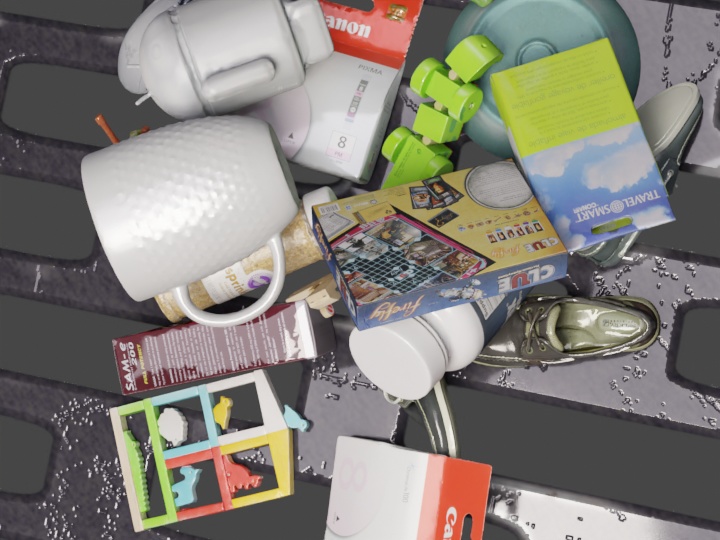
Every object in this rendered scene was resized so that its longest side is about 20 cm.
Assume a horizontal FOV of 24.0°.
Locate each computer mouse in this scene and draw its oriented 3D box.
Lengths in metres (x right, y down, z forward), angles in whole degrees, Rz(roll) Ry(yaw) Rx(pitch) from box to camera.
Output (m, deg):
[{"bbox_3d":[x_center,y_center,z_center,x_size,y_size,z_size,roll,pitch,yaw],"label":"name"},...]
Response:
[{"bbox_3d":[-0.183,-0.266,1.750,0.200,0.044,0.110,-46,60,6],"label":"computer mouse"}]

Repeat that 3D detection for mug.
[{"bbox_3d":[-0.144,-0.045,1.594,0.175,0.148,0.200,-20,91,4],"label":"mug"}]

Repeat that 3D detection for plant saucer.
[{"bbox_3d":[0.177,-0.206,1.686,0.199,0.036,0.201,-1,84,11],"label":"plant saucer"}]

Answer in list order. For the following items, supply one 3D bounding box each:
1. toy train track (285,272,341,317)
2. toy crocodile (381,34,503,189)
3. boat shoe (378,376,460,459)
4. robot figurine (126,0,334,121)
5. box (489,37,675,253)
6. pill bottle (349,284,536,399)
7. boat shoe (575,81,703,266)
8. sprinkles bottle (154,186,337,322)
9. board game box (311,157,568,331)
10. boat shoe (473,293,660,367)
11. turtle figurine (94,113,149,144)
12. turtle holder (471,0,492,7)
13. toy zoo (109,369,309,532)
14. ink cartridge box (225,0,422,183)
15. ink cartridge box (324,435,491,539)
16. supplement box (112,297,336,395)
[{"bbox_3d":[0.000,0.000,1.628,0.115,0.200,0.033,-26,100,28],"label":"toy train track"},{"bbox_3d":[0.076,-0.142,1.675,0.067,0.062,0.200,36,116,25],"label":"toy crocodile"},{"bbox_3d":[0.050,0.108,1.664,0.067,0.072,0.200,-21,73,4],"label":"boat shoe"},{"bbox_3d":[-0.129,-0.213,1.649,0.200,0.170,0.113,-19,118,-1],"label":"robot figurine"},{"bbox_3d":[0.209,-0.111,1.600,0.122,0.048,0.200,-18,68,2],"label":"box"},{"bbox_3d":[0.081,0.024,1.595,0.119,0.120,0.200,34,55,13],"label":"pill bottle"},{"bbox_3d":[0.275,-0.092,1.653,0.062,0.073,0.200,38,85,-30],"label":"boat shoe"},{"bbox_3d":[-0.109,-0.015,1.676,0.200,0.068,0.068,-23,81,8],"label":"sprinkles bottle"},{"bbox_3d":[0.070,-0.026,1.536,0.199,0.035,0.136,-14,47,-12],"label":"board game box"},{"bbox_3d":[0.189,0.055,1.643,0.200,0.066,0.072,-4,85,11],"label":"boat shoe"},{"bbox_3d":[-0.179,-0.090,1.701,0.161,0.064,0.200,-26,94,24],"label":"turtle figurine"},{"bbox_3d":[0.050,-0.339,1.684,0.185,0.141,0.132,26,91,-32],"label":"turtle holder"},{"bbox_3d":[-0.148,0.180,1.725,0.199,0.020,0.132,-14,82,11],"label":"toy zoo"},{"bbox_3d":[-0.042,-0.205,1.718,0.162,0.057,0.201,17,93,13],"label":"ink cartridge box"},{"bbox_3d":[0.036,0.248,1.606,0.057,0.200,0.163,10,86,-29],"label":"ink cartridge box"},{"bbox_3d":[-0.133,0.073,1.685,0.199,0.109,0.061,-12,90,10],"label":"supplement box"}]
